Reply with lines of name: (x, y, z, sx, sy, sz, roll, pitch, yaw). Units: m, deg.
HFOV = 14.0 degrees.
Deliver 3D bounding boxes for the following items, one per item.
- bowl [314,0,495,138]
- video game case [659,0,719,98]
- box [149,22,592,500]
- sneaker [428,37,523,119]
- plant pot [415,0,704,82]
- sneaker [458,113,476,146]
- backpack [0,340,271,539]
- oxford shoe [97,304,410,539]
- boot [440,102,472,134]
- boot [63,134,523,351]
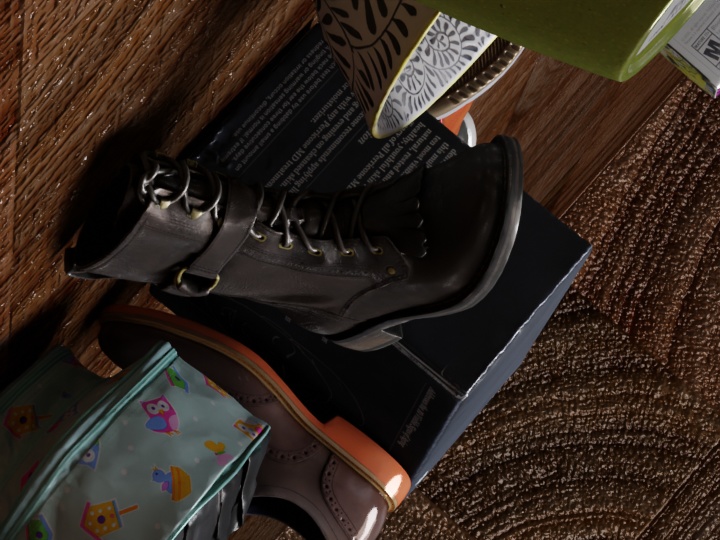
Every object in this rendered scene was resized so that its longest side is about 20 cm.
bowl: (0.037, -0.168, 1.391, 0.201, 0.094, 0.201, -49, 174, -8)
video game case: (0.207, -0.235, 1.757, 0.200, 0.181, 0.036, -50, 173, -5)
box: (0.000, 0.000, 1.634, 0.124, 0.196, 0.200, -47, 173, -21)
sneaker: (0.090, -0.166, 1.842, 0.200, 0.071, 0.112, -51, 170, -5)
plant pot: (0.045, -0.165, 1.017, 0.187, 0.200, 0.187, -49, 173, -8)
sneaker: (0.005, -0.031, 2.016, 0.200, 0.071, 0.099, -47, 179, 13)
backpack: (-0.148, 0.128, 1.559, 0.200, 0.153, 0.176, -43, -179, 35)
oxford shoe: (-0.071, 0.091, 1.638, 0.073, 0.199, 0.071, -56, 177, -21)
boot: (0.025, -0.092, 1.858, 0.107, 0.075, 0.200, -56, 179, 27)
boot: (-0.034, -0.022, 1.415, 0.200, 0.173, 0.070, -39, -137, 47)
